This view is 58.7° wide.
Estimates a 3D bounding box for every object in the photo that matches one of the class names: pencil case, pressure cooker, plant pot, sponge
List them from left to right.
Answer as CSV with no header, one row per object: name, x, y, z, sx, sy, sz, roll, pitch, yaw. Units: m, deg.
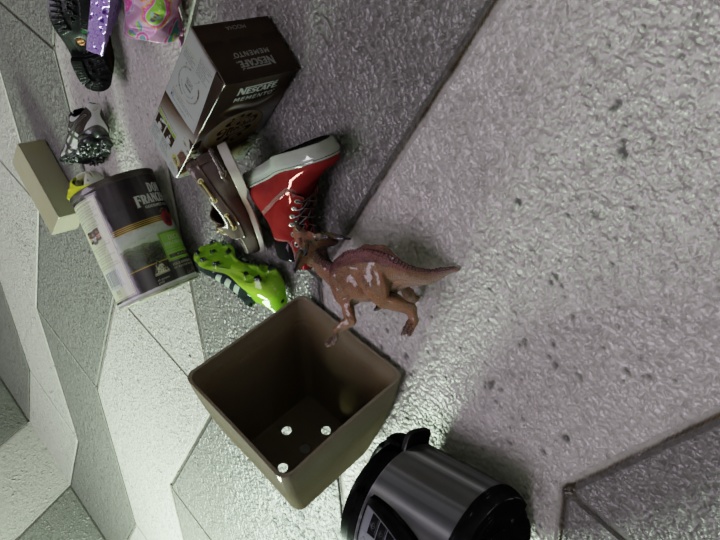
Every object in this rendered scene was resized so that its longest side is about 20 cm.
sponge,-0.351,-0.417,0.900,0.200,0.029,0.113,131,149,-49
pencil case,-0.266,-0.396,0.827,0.087,0.087,0.202,38,135,28
plant pot,-0.082,0.195,0.859,0.199,0.199,0.179,35,144,32
pressure cooker,0.073,0.298,0.741,0.199,0.176,0.180,18,147,43

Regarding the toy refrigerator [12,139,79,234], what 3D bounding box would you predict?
toy refrigerator,-0.706,-0.190,1.452,0.201,0.070,0.076,57,134,9

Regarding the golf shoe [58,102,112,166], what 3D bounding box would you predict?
golf shoe,-0.519,-0.254,1.212,0.199,0.077,0.096,-9,86,49

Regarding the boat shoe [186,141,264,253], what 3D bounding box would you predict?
boat shoe,-0.175,-0.084,0.855,0.072,0.059,0.201,60,169,31

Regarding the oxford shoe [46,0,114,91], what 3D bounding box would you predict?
oxford shoe,-0.442,-0.397,1.017,0.085,0.071,0.202,-95,6,-46

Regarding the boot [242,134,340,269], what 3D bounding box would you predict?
boot,-0.065,-0.076,0.781,0.199,0.072,0.146,-12,101,59

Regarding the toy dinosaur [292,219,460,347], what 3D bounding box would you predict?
toy dinosaur,0.000,0.000,0.700,0.198,0.086,0.137,-9,116,35

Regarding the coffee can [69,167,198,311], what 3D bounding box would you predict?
coffee can,-0.384,-0.052,1.094,0.146,0.145,0.202,-18,97,51

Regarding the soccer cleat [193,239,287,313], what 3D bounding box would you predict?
soccer cleat,-0.186,0.012,0.972,0.199,0.067,0.082,23,139,40

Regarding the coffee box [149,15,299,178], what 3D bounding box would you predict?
coffee box,-0.174,-0.210,0.795,0.080,0.112,0.200,58,142,7

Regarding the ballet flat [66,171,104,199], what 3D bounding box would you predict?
ballet flat,-0.543,-0.166,1.287,0.199,0.066,0.068,7,94,49
